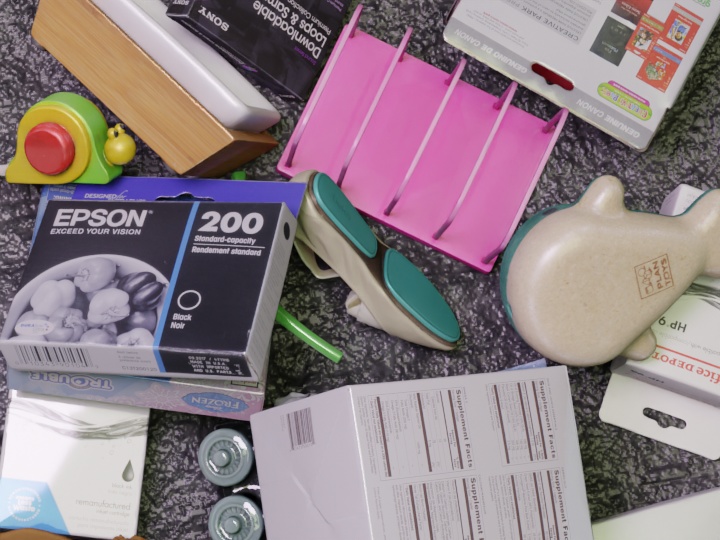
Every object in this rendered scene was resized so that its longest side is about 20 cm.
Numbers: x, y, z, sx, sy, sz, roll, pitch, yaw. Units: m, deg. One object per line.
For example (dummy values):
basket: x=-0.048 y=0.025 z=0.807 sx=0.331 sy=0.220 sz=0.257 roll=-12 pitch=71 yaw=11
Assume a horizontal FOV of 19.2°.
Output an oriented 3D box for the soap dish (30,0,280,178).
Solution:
soap dish: x=-0.164 y=-0.157 z=1.706 sx=0.200 sy=0.157 sz=0.081 roll=43 pitch=98 yaw=6

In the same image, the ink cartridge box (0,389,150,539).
ink cartridge box: x=-0.226 y=0.113 z=1.703 sx=0.115 sy=0.067 sz=0.201 roll=6 pitch=81 yaw=-5

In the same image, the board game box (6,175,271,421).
board game box: x=-0.167 y=0.016 z=1.690 sx=0.199 sy=0.043 sz=0.200 roll=8 pitch=52 yaw=-5

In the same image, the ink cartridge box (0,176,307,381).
ink cartridge box: x=-0.154 y=-0.008 z=1.625 sx=0.197 sy=0.043 sz=0.201 roll=2 pitch=50 yaw=13

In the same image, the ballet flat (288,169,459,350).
ballet flat: x=0.000 y=0.000 z=1.740 sx=0.069 sy=0.069 sz=0.200 roll=-45 pitch=110 yaw=-10

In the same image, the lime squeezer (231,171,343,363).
lime squeezer: x=-0.085 y=0.000 z=1.675 sx=0.038 sy=0.070 sz=0.200 roll=-49 pitch=54 yaw=27

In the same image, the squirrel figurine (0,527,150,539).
squirrel figurine: x=-0.226 y=0.291 z=1.626 sx=0.199 sy=0.187 sz=0.142 roll=-22 pitch=57 yaw=-38

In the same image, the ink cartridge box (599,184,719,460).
ink cartridge box: x=0.283 y=0.044 z=1.764 sx=0.115 sy=0.068 sz=0.201 roll=19 pitch=81 yaw=-2

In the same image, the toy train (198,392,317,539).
toy train: x=-0.059 y=0.195 z=1.688 sx=0.113 sy=0.085 sz=0.201 roll=-10 pitch=85 yaw=13

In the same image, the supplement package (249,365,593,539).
supplement package: x=0.046 y=0.162 z=1.606 sx=0.199 sy=0.152 sz=0.152 roll=-3 pitch=80 yaw=-33

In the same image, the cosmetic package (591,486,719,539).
cosmetic package: x=0.223 y=0.250 z=1.723 sx=0.199 sy=0.081 sz=0.113 roll=-12 pitch=83 yaw=-9

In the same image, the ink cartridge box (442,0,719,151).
ink cartridge box: x=0.181 y=-0.206 z=1.778 sx=0.199 sy=0.084 sz=0.176 roll=30 pitch=75 yaw=-1

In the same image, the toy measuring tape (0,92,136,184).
toy measuring tape: x=-0.270 y=-0.107 z=1.701 sx=0.199 sy=0.074 sz=0.074 roll=2 pitch=80 yaw=21

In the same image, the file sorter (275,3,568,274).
file sorter: x=0.053 y=-0.110 z=1.735 sx=0.199 sy=0.125 sz=0.139 roll=26 pitch=80 yaw=-2

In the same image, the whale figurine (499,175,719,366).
whale figurine: x=0.204 y=-0.006 z=1.700 sx=0.199 sy=0.104 sz=0.160 roll=-21 pitch=111 yaw=-12

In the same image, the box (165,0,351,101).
box: x=-0.061 y=-0.260 z=1.754 sx=0.143 sy=0.036 sz=0.201 roll=33 pitch=79 yaw=-38

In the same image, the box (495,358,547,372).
box: x=0.074 y=0.165 z=1.740 sx=0.199 sy=0.040 sz=0.138 roll=-15 pitch=82 yaw=-8
